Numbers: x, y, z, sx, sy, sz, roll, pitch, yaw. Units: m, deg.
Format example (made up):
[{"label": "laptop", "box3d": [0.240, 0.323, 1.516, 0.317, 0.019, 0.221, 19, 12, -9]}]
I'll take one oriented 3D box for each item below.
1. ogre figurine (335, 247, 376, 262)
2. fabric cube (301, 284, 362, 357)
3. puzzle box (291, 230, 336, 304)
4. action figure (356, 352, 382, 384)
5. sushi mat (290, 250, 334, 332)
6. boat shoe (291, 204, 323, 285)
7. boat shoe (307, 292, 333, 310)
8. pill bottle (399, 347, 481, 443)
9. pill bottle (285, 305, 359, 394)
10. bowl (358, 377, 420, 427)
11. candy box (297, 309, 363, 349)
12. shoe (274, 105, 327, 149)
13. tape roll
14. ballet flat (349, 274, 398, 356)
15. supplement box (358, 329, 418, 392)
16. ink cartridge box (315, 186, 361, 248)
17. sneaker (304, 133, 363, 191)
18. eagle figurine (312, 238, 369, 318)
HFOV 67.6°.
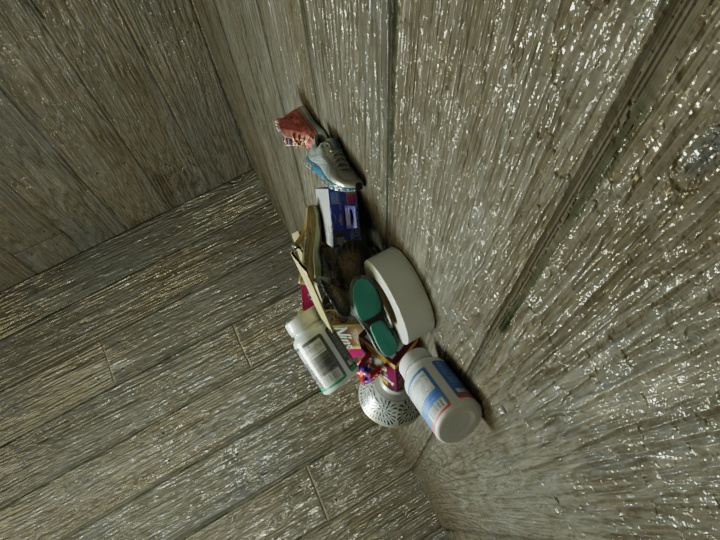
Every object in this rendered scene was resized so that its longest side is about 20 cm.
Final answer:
[{"label": "ogre figurine", "box3d": [0.000, 0.000, 1.392, 0.121, 0.097, 0.201, 53, 169, 26]}, {"label": "fabric cube", "box3d": [-0.066, 0.136, 1.647, 0.201, 0.191, 0.203, 73, -171, -52]}, {"label": "puzzle box", "box3d": [-0.099, -0.010, 1.410, 0.132, 0.025, 0.204, -13, -99, -57]}, {"label": "action figure", "box3d": [0.017, 0.260, 1.408, 0.066, 0.051, 0.200, 47, 161, 8]}, {"label": "sushi mat", "box3d": [-0.110, 0.051, 1.242, 0.096, 0.012, 0.203, 45, 161, 48]}, {"label": "boat shoe", "box3d": [-0.133, -0.065, 1.326, 0.072, 0.074, 0.205, 115, 153, -72]}, {"label": "boat shoe", "box3d": [-0.049, 0.093, 1.493, 0.198, 0.092, 0.071, 34, 162, 13]}, {"label": "pill bottle", "box3d": [0.162, 0.257, 1.149, 0.201, 0.110, 0.114, 53, 166, 52]}, {"label": "pill bottle", "box3d": [-0.099, 0.198, 1.356, 0.202, 0.112, 0.113, 57, 170, 2]}, {"label": "bowl", "box3d": [0.095, 0.332, 1.532, 0.202, 0.197, 0.095, 56, 153, 34]}, {"label": "candy box", "box3d": [-0.070, 0.162, 1.468, 0.117, 0.195, 0.056, 86, -177, -48]}, {"label": "shoe", "box3d": [-0.140, -0.322, 1.317, 0.202, 0.090, 0.072, 57, 169, 33]}, {"label": "tape roll", "box3d": [0.082, 0.054, 1.168, 0.205, 0.070, 0.203, 60, 170, 17]}, {"label": "ballet flat", "box3d": [0.025, 0.097, 1.191, 0.204, 0.073, 0.074, 69, 169, -17]}, {"label": "supplement box", "box3d": [0.077, 0.215, 1.423, 0.130, 0.103, 0.201, 35, 159, 24]}, {"label": "ink cartridge box", "box3d": [-0.051, -0.131, 1.287, 0.200, 0.074, 0.140, -145, 49, -74]}, {"label": "sneaker", "box3d": [-0.059, -0.241, 1.182, 0.200, 0.074, 0.088, 41, 128, 38]}, {"label": "eagle figurine", "box3d": [-0.043, 0.032, 1.234, 0.155, 0.148, 0.200, 69, 158, 7]}]
